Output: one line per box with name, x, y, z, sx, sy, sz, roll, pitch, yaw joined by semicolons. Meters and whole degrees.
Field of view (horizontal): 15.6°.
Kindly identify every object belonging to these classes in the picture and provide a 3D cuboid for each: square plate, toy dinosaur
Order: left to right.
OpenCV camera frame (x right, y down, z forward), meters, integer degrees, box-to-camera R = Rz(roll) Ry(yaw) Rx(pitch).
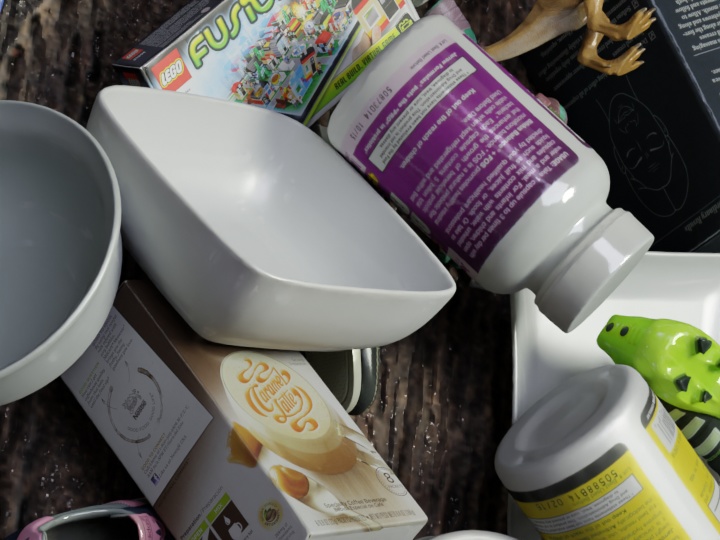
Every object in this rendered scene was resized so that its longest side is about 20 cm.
toy dinosaur;0.137;-0.173;1.741;0.200;0.060;0.106;-45;66;-2
square plate;0.178;0.085;1.749;0.199;0.028;0.199;3;86;-29

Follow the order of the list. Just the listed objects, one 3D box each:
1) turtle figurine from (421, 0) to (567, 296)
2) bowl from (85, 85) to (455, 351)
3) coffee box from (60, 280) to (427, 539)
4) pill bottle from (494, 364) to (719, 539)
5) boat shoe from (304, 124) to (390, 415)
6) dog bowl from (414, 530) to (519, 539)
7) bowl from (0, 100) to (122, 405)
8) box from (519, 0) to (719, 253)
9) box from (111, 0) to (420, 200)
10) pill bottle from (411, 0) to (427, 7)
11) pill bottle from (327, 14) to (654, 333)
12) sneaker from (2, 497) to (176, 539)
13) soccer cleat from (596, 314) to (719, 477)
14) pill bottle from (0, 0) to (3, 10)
turtle figurine;0.096;-0.084;1.773;0.200;0.101;0.150;47;53;5
bowl;-0.064;-0.021;1.574;0.200;0.075;0.200;4;35;-48
coffee box;-0.070;0.101;1.538;0.114;0.080;0.200;0;44;-53
pill bottle;0.182;0.168;1.666;0.200;0.111;0.111;54;52;-15
boat shoe;0.000;0.000;1.689;0.067;0.072;0.201;11;60;-25
dog bowl;0.071;0.251;1.619;0.199;0.059;0.201;13;61;-24
bowl;-0.217;0.007;1.524;0.200;0.090;0.202;-10;55;14
box;0.223;-0.114;1.823;0.107;0.148;0.201;-19;78;-34
box;-0.057;-0.144;1.694;0.200;0.035;0.110;-43;121;-24
pill bottle;0.079;-0.261;1.832;0.200;0.113;0.113;-37;89;-36
pill bottle;0.084;-0.057;1.652;0.200;0.112;0.112;43;53;10
sneaker;-0.121;0.164;1.535;0.199;0.082;0.070;-12;74;-34
soccer cleat;0.226;0.086;1.725;0.068;0.081;0.200;-56;133;-12
pill bottle;-0.256;-0.236;1.626;0.113;0.114;0.201;24;58;-18
